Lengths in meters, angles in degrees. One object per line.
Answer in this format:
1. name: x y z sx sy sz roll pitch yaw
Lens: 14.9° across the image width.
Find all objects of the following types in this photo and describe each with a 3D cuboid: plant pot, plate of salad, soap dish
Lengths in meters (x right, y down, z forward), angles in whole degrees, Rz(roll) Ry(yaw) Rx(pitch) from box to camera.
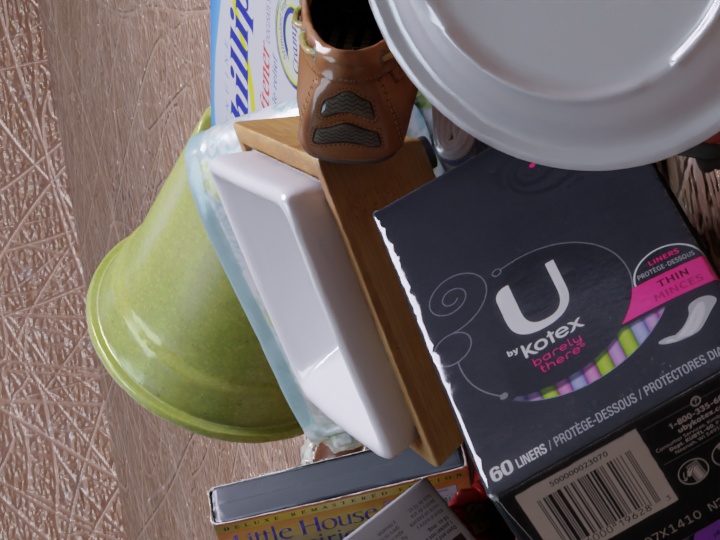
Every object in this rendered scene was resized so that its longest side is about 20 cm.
1. plant pot: -0.070 -0.018 1.858 0.185 0.199 0.201 113 150 -44
2. plate of salad: 0.092 -0.140 1.086 0.048 0.199 0.201 -19 -74 -63
3. soap dish: 0.000 0.000 1.358 0.158 0.081 0.200 68 170 -13

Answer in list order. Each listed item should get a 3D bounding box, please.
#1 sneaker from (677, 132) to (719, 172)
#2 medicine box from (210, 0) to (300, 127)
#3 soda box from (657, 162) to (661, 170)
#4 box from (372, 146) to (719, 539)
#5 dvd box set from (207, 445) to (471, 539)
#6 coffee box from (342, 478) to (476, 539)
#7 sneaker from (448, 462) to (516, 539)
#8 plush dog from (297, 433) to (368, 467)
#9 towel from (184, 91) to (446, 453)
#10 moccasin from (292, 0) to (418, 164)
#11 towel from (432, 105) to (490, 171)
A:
1. sneaker: 0.119 -0.141 1.138 0.098 0.070 0.201 123 134 -57
2. medicine box: -0.008 -0.114 1.599 0.200 0.102 0.183 -129 33 -49
3. soda box: 0.108 0.015 1.289 0.068 0.064 0.201 -164 69 -78
4. box: 0.098 0.036 1.140 0.106 0.122 0.200 57 -174 -37
5. dvd box set: 0.002 0.178 1.567 0.201 0.145 0.030 75 -179 -47
6. coffee box: 0.060 0.217 1.373 0.200 0.080 0.114 50 163 14
7. sneaker: 0.082 0.116 1.410 0.200 0.084 0.078 -147 52 -74
8. plush dog: 0.015 0.127 1.684 0.200 0.160 0.172 -52 24 43
9. towel: 0.005 -0.003 1.493 0.171 0.048 0.201 -16 104 40
10. moccasin: -0.001 -0.131 1.292 0.202 0.073 0.078 -72 -14 -55
11. towel: 0.060 -0.102 1.360 0.200 0.024 0.148 50 -141 -74
